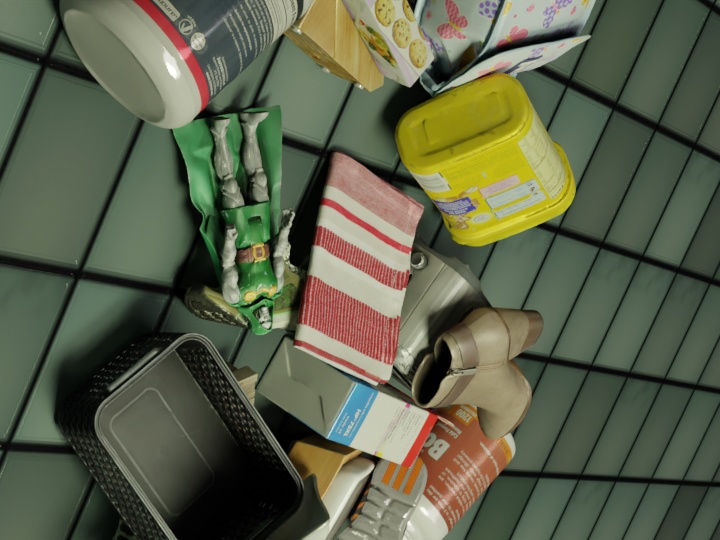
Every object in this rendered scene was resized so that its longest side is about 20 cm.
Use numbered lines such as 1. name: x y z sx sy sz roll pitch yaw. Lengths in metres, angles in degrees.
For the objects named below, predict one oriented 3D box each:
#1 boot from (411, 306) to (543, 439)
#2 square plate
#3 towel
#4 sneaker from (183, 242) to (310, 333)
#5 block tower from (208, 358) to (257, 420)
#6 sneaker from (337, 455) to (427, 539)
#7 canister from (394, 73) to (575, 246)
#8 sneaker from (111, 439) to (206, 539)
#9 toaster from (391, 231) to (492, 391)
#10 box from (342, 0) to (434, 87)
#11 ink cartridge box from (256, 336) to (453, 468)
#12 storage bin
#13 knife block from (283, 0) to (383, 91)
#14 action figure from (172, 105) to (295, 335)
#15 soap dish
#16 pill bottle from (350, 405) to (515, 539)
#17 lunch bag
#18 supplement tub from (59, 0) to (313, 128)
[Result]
1. boot: 0.116 0.118 1.660 0.145 0.070 0.201 -16 133 -36
2. square plate: -0.108 0.275 1.447 0.198 0.029 0.200 -38 -174 -2
3. towel: 0.000 0.000 1.559 0.144 0.023 0.202 28 67 -46
4. sneaker: -0.097 0.011 1.504 0.199 0.076 0.089 7 90 -57
5. block tower: -0.145 0.181 1.562 0.054 0.058 0.201 -24 133 -41
6. sneaker: 0.017 0.294 1.720 0.201 0.077 0.112 -59 173 -12
7. canister: 0.131 -0.112 1.613 0.147 0.087 0.200 -21 155 12
8. sneaker: -0.195 0.234 1.539 0.090 0.078 0.201 -18 135 -65
9. toaster: 0.073 0.058 1.704 0.129 0.113 0.200 -51 147 -7
10. box: 0.011 -0.238 1.360 0.042 0.039 0.200 -52 145 -15
11. ink cartridge box: -0.002 0.145 1.653 0.200 0.116 0.068 28 91 -51
12. storage bin: -0.162 0.167 1.417 0.135 0.094 0.201 -40 108 -26
13. knife block: -0.010 -0.278 1.395 0.176 0.064 0.200 -58 145 -2
14. action figure: -0.101 -0.040 1.406 0.117 0.055 0.202 -15 104 -33
15. soap dish: -0.057 0.247 1.642 0.158 0.081 0.200 -60 173 1
16. pill bottle: 0.083 0.249 1.849 0.200 0.112 0.113 -46 143 -21
17. lunch bag: 0.152 -0.270 1.558 0.169 0.127 0.201 -16 138 -44
18. supplement tub: -0.123 -0.222 1.224 0.200 0.140 0.141 -46 143 -20
